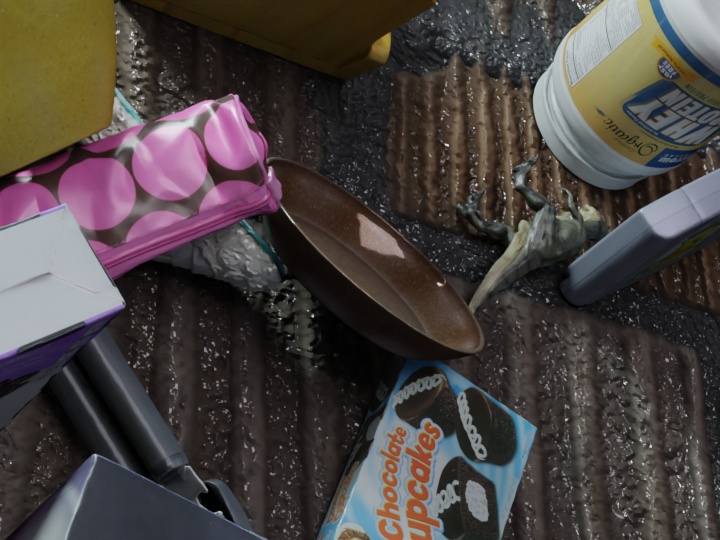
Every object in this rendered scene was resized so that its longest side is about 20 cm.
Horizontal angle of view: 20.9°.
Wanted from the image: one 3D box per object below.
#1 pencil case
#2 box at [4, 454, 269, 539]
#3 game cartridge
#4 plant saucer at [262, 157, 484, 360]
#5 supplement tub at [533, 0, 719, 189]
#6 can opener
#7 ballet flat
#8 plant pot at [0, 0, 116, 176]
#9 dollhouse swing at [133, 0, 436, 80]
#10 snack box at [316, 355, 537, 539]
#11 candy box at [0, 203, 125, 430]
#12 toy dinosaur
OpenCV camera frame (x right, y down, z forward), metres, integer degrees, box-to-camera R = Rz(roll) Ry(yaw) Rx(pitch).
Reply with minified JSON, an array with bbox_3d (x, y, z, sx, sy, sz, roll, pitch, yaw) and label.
[{"bbox_3d":[-0.147,-0.039,1.242,0.200,0.091,0.094,-25,39,-12],"label":"pencil case"},{"bbox_3d":[-0.161,0.237,1.031,0.123,0.200,0.199,30,48,-16],"label":"box"},{"bbox_3d":[0.260,-0.039,1.555,0.200,0.133,0.041,-23,73,-42],"label":"game cartridge"},{"bbox_3d":[0.000,0.000,1.360,0.200,0.037,0.200,39,14,-11],"label":"plant saucer"},{"bbox_3d":[0.247,-0.167,1.579,0.144,0.200,0.145,18,54,-26],"label":"supplement tub"},{"bbox_3d":[-0.131,0.122,1.239,0.200,0.053,0.067,57,15,8],"label":"can opener"},{"bbox_3d":[-0.141,-0.047,1.328,0.200,0.072,0.072,46,46,0],"label":"ballet flat"},{"bbox_3d":[-0.234,-0.135,1.235,0.200,0.200,0.142,-30,99,-43],"label":"plant pot"},{"bbox_3d":[-0.051,-0.254,1.436,0.200,0.176,0.182,18,54,-25],"label":"dollhouse swing"},{"bbox_3d":[0.044,0.158,1.340,0.116,0.037,0.200,35,48,-13],"label":"snack box"},{"bbox_3d":[-0.250,0.060,1.075,0.168,0.200,0.072,-24,79,-42],"label":"candy box"},{"bbox_3d":[0.126,-0.033,1.517,0.200,0.047,0.088,-31,90,-40],"label":"toy dinosaur"}]
